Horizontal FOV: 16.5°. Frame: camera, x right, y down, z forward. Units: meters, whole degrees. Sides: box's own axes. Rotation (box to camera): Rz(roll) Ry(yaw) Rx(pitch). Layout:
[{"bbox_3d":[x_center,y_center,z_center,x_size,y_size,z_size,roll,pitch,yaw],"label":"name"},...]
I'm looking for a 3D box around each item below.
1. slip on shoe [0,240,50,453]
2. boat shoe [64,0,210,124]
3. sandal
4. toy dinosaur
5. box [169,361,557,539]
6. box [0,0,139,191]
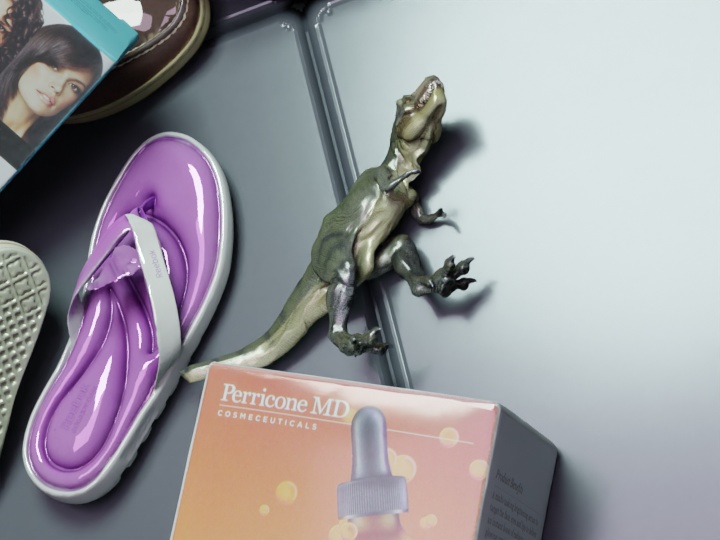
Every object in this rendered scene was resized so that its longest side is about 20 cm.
[{"bbox_3d":[-0.224,0.075,1.305,0.061,0.074,0.200,23,89,58],"label":"slip on shoe"},{"bbox_3d":[-0.179,-0.118,1.333,0.199,0.072,0.072,-15,71,15],"label":"boat shoe"},{"bbox_3d":[-0.121,0.022,1.284,0.082,0.050,0.203,13,79,22],"label":"sandal"},{"bbox_3d":[0.000,0.000,1.251,0.200,0.047,0.088,-51,51,1],"label":"toy dinosaur"},{"bbox_3d":[-0.007,0.159,1.175,0.152,0.106,0.201,6,78,21],"label":"box"},{"bbox_3d":[-0.212,-0.074,1.297,0.082,0.049,0.200,41,112,-8],"label":"box"}]
